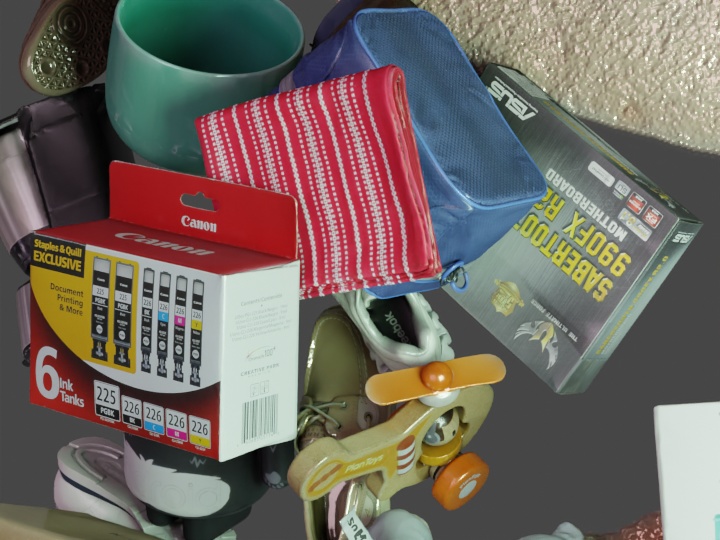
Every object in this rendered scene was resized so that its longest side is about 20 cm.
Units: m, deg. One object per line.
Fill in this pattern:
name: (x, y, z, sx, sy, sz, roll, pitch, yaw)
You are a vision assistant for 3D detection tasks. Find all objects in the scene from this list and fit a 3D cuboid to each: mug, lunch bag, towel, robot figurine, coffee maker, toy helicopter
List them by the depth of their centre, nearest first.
towel: (-0.033, -0.054, 1.413, 0.199, 0.022, 0.146, -10, 92, 42)
lunch bag: (0.027, -0.074, 1.466, 0.132, 0.135, 0.201, -40, 72, 31)
toy helicopter: (0.027, 0.119, 1.477, 0.079, 0.199, 0.133, 45, 128, 26)
robot figurine: (-0.124, 0.113, 1.604, 0.149, 0.125, 0.202, 2, 117, -1)
mug: (-0.117, -0.152, 1.618, 0.151, 0.185, 0.115, 30, 128, 22)
coffee maker: (-0.216, -0.041, 1.681, 0.191, 0.134, 0.202, -28, 74, 27)

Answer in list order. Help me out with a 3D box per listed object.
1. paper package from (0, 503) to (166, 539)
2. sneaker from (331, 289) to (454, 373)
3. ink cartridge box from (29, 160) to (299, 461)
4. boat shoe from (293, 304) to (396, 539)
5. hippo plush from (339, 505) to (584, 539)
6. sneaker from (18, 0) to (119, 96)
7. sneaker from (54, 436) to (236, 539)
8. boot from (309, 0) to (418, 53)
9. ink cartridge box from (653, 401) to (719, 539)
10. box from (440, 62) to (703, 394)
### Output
paper package: (-0.198, 0.247, 1.532, 0.199, 0.190, 0.104, 13, 86, 33)
sneaker: (0.000, 0.000, 1.554, 0.075, 0.081, 0.200, -38, 75, -2)
ink cartridge box: (-0.142, 0.023, 1.455, 0.199, 0.084, 0.177, 11, 105, 38)
boat shoe: (-0.018, 0.126, 1.584, 0.072, 0.065, 0.202, -4, 85, 32)
hippo plush: (0.088, 0.226, 1.474, 0.159, 0.201, 0.160, -14, 38, 8)
sneaker: (-0.234, -0.214, 1.701, 0.075, 0.071, 0.201, -8, 39, 42)
sneaker: (-0.177, 0.219, 1.688, 0.199, 0.076, 0.081, 35, 123, 30)
boot: (-0.009, -0.140, 1.609, 0.200, 0.074, 0.097, -51, 37, 31)
ink cartridge box: (0.291, 0.184, 1.336, 0.145, 0.146, 0.202, -6, 85, 31)
box: (0.130, -0.032, 1.509, 0.200, 0.048, 0.159, 44, 109, 27)
